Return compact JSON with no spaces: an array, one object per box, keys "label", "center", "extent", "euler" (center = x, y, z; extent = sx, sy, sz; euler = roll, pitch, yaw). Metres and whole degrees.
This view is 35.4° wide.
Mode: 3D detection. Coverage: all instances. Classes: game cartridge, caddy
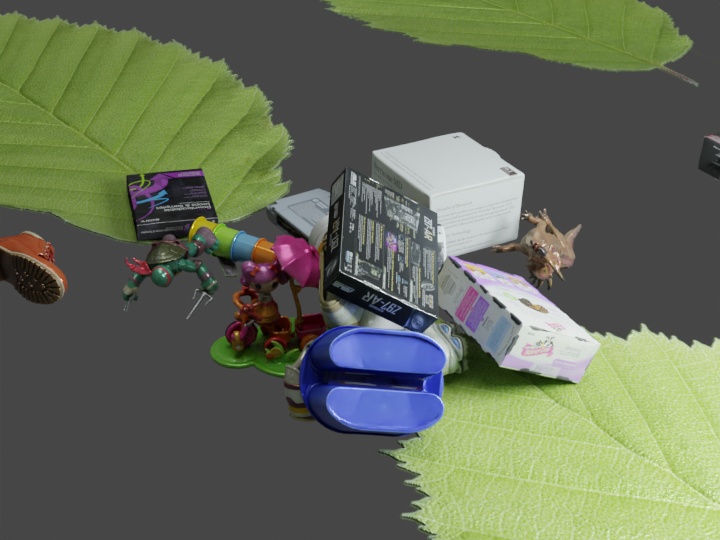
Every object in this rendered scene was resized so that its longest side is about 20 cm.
[{"label":"game cartridge","center":[-0.059,-0.080,1.956],"extent":[0.132,0.041,0.200],"euler":[-21,38,-27]},{"label":"caddy","center":[0.021,0.145,1.473],"extent":[0.198,0.143,0.105],"euler":[6,-7,-15]}]

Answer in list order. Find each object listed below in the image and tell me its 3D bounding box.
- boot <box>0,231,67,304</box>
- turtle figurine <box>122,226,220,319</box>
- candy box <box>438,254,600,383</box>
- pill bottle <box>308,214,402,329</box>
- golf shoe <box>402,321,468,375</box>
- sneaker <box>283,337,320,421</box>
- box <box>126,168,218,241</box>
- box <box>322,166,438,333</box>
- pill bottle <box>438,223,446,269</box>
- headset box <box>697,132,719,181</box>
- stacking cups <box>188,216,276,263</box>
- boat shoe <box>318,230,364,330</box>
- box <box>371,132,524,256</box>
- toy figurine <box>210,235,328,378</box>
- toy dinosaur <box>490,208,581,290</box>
[{"label":"boot","center":[-0.511,-0.013,1.784],"extent":[0.199,0.076,0.107],"euler":[24,32,33]},{"label":"turtle figurine","center":[-0.291,-0.002,1.755],"extent":[0.148,0.102,0.200],"euler":[5,27,6]},{"label":"candy box","center":[0.219,0.070,1.625],"extent":[0.167,0.072,0.200],"euler":[15,20,-37]},{"label":"pill bottle","center":[0.000,0.000,1.652],"extent":[0.108,0.110,0.200],"euler":[-14,40,-25]},{"label":"golf shoe","center":[0.073,0.089,1.649],"extent":[0.097,0.079,0.200],"euler":[-21,34,-19]},{"label":"sneaker","center":[-0.029,0.125,1.552],"extent":[0.074,0.091,0.200],"euler":[11,32,34]},{"label":"box","center":[-0.336,-0.120,2.004],"extent":[0.142,0.036,0.200],"euler":[-7,33,-14]},{"label":"box","center":[0.031,-0.029,1.534],"extent":[0.159,0.044,0.201],"euler":[25,43,-23]},{"label":"pill bottle","center":[0.033,-0.023,1.796],"extent":[0.198,0.107,0.107],"euler":[0,31,-3]},{"label":"headset box","center":[0.769,-0.217,2.194],"extent":[0.199,0.076,0.149],"euler":[-16,36,-28]},{"label":"stacking cups","center":[-0.185,-0.036,1.849],"extent":[0.198,0.061,0.061],"euler":[16,34,22]},{"label":"boat shoe","center":[-0.025,-0.011,1.550],"extent":[0.072,0.063,0.202],"euler":[-7,48,19]},{"label":"box","center":[0.147,-0.131,1.960],"extent":[0.198,0.132,0.199],"euler":[-14,34,-26]},{"label":"toy figurine","center":[-0.119,0.038,1.610],"extent":[0.198,0.186,0.151],"euler":[-3,31,-7]},{"label":"toy dinosaur","center":[0.312,-0.029,1.856],"extent":[0.199,0.086,0.136],"euler":[-4,38,-43]}]
